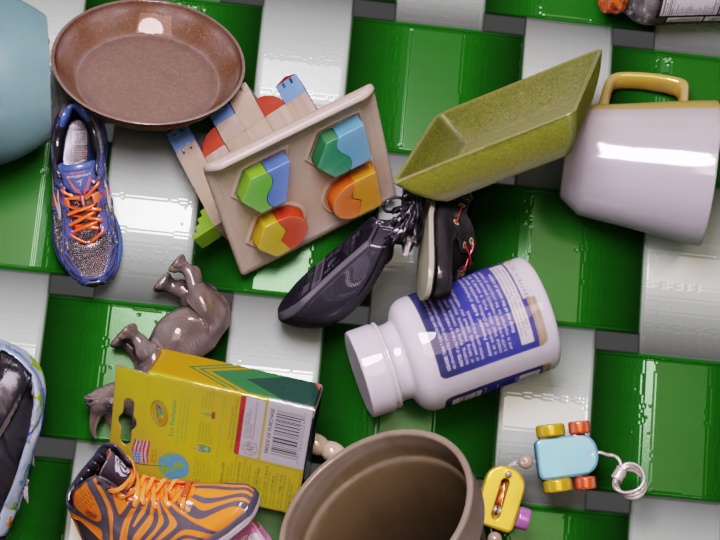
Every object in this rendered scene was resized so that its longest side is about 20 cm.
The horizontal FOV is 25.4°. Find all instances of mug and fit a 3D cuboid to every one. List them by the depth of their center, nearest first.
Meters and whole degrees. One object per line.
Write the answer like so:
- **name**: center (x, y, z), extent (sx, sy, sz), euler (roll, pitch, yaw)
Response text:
- **mug**: center (0.289, -0.115, 1.675), extent (0.151, 0.187, 0.151), euler (6, 111, 6)

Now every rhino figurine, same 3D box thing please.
- **rhino figurine**: center (-0.209, 0.089, 1.621), extent (0.087, 0.060, 0.201), euler (37, 82, -7)

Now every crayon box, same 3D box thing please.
- **crayon box**: center (-0.144, 0.154, 1.568), extent (0.198, 0.051, 0.128), euler (13, 117, 4)

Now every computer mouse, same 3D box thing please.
- **computer mouse**: center (0.000, 0.000, 1.615), extent (0.200, 0.139, 0.053), euler (-40, 105, 21)

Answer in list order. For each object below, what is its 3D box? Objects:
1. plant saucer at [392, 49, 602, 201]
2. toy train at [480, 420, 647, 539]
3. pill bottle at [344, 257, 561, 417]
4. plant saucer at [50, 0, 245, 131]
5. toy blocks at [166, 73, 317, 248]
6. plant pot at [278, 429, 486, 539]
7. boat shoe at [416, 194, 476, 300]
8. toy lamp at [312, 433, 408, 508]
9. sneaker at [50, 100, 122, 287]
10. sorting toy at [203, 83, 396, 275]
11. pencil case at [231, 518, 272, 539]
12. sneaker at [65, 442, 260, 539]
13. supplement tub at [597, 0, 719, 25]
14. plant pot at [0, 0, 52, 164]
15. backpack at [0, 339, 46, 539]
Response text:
- **plant saucer**: center (0.148, -0.137, 1.603), extent (0.198, 0.200, 0.048), euler (-20, 108, 24)
- **toy train**: center (0.188, 0.248, 1.623), extent (0.150, 0.056, 0.200), euler (44, 82, 4)
- **pill bottle**: center (0.091, 0.073, 1.614), extent (0.198, 0.120, 0.121), euler (-18, 81, -8)
- **plant saucer**: center (-0.220, -0.206, 1.654), extent (0.198, 0.037, 0.202), euler (6, 46, -6)
- **toy blocks**: center (-0.108, -0.129, 1.657), extent (0.199, 0.100, 0.137), euler (-32, 63, 4)
- **plant pot**: center (0.047, 0.282, 1.529), extent (0.200, 0.200, 0.174), euler (-40, 127, -10)
- **boat shoe**: center (0.088, -0.029, 1.605), extent (0.062, 0.202, 0.074), euler (12, 116, -1)
- **toy lamp**: center (-0.040, 0.177, 1.619), extent (0.199, 0.058, 0.059), euler (27, 78, -1)
- **sneaker**: center (-0.289, -0.082, 1.639), extent (0.075, 0.078, 0.202), euler (-10, 80, -5)
- **sorting toy**: center (-0.053, -0.082, 1.595), extent (0.184, 0.201, 0.037), euler (-27, 59, -9)
- **pencil case**: center (-0.170, 0.315, 1.568), extent (0.199, 0.087, 0.083), euler (-38, 52, -10)
- **sneaker**: center (-0.200, 0.218, 1.536), extent (0.198, 0.078, 0.113), euler (-17, 117, 20)
- **supplement tub**: center (0.357, -0.325, 1.709), extent (0.198, 0.123, 0.124), euler (-1, 79, -4)
- **plant pot**: center (-0.391, -0.192, 1.601), extent (0.159, 0.201, 0.203), euler (-2, 79, -13)
- **backpack**: center (-0.387, 0.162, 1.563), extent (0.162, 0.154, 0.202), euler (19, 100, 2)
